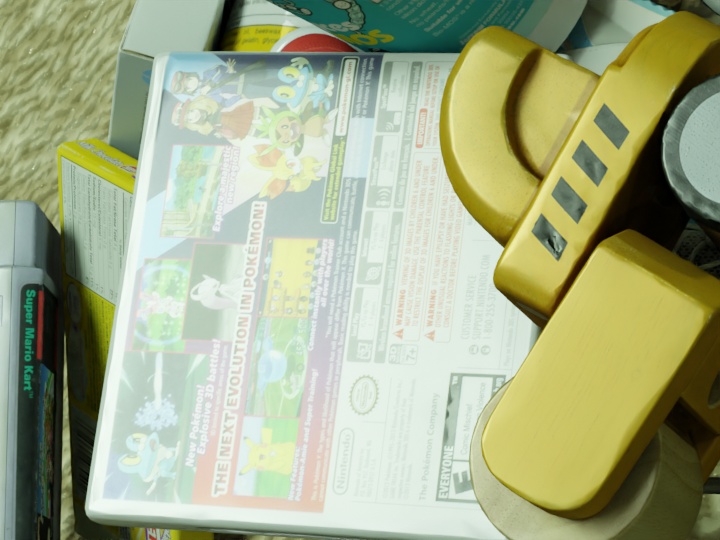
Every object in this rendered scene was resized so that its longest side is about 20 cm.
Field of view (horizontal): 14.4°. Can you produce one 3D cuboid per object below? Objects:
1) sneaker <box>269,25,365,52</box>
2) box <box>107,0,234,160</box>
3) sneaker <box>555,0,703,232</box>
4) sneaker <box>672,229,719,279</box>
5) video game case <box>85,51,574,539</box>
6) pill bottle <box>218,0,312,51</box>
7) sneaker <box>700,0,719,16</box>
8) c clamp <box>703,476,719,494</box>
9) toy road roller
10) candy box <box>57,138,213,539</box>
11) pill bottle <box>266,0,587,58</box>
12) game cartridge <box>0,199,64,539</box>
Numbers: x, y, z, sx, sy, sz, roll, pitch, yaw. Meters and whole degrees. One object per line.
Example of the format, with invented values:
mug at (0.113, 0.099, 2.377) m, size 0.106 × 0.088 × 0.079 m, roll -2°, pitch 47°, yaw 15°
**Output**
sneaker at (0.000, 0.000, 1.180) m, size 0.071 × 0.112 × 0.200 m, roll -14°, pitch 100°, yaw 8°
box at (-0.075, -0.141, 1.361) m, size 0.156 × 0.041 × 0.200 m, roll 107°, pitch 178°, yaw -61°
sneaker at (0.100, -0.078, 1.210) m, size 0.200 × 0.076 × 0.081 m, roll 33°, pitch 95°, yaw 51°
sneaker at (0.120, 0.018, 1.128) m, size 0.200 × 0.082 × 0.075 m, roll -8°, pitch 64°, yaw 41°
video game case at (-0.011, 0.009, 1.138) m, size 0.182 × 0.023 × 0.200 m, roll 2°, pitch 74°, yaw 20°
pill bottle at (-0.006, -0.107, 1.307) m, size 0.111 × 0.111 × 0.200 m, roll 2°, pitch 71°, yaw 47°
sneaker at (0.173, -0.127, 1.131) m, size 0.201 × 0.108 × 0.067 m, roll 37°, pitch 98°, yaw 50°
c clamp at (0.058, 0.163, 1.097) m, size 0.171 × 0.027 × 0.200 m, roll 3°, pitch 70°, yaw 47°
toy road roller at (0.083, -0.001, 1.039) m, size 0.146 × 0.123 × 0.200 m, roll 29°, pitch 87°, yaw 22°
candy box at (-0.103, 0.047, 1.313) m, size 0.102 × 0.026 × 0.200 m, roll 26°, pitch 123°, yaw 49°
pill bottle at (-0.004, -0.153, 1.145) m, size 0.111 × 0.200 × 0.111 m, roll -22°, pitch 57°, yaw 38°
game cartridge at (-0.156, 0.075, 1.330) m, size 0.130 × 0.038 × 0.200 m, roll 109°, pitch 162°, yaw -81°
